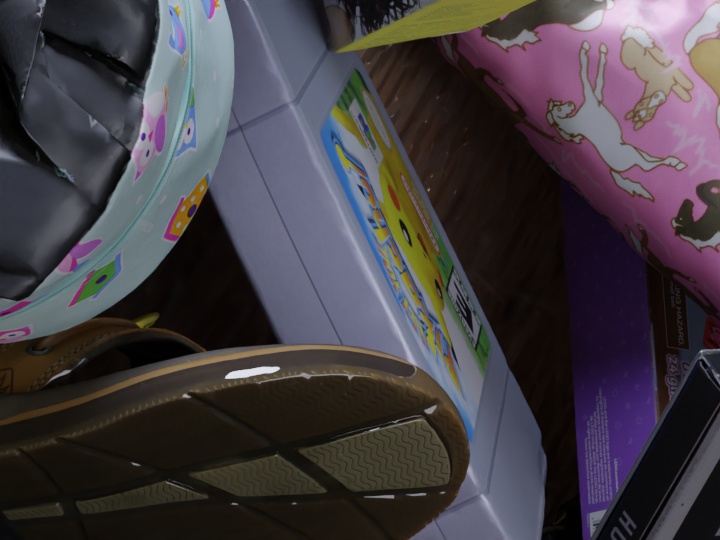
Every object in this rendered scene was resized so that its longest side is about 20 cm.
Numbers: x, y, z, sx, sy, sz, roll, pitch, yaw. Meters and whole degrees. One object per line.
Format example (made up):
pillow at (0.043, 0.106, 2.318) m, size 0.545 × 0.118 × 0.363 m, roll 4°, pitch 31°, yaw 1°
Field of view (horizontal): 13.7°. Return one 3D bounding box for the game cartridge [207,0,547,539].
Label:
game cartridge at (0.000, 0.000, 0.851) m, size 0.201 × 0.040 × 0.133 m, roll 63°, pitch 15°, yaw -11°

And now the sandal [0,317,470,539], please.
sandal at (-0.073, 0.046, 0.747) m, size 0.082 × 0.199 × 0.055 m, roll 62°, pitch 20°, yaw -47°

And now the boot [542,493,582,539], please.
boot at (0.062, 0.098, 0.996) m, size 0.154 × 0.073 × 0.204 m, roll -55°, pitch 139°, yaw -18°

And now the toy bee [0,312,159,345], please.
toy bee at (-0.119, 0.021, 0.793) m, size 0.131 × 0.108 × 0.201 m, roll -43°, pitch 127°, yaw -21°

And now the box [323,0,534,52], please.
box at (0.048, -0.114, 0.780) m, size 0.050 × 0.200 × 0.076 m, roll -10°, pitch 85°, yaw -28°

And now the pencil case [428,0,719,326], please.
pencil case at (0.096, -0.056, 0.914) m, size 0.200 × 0.083 × 0.087 m, roll 43°, pitch 75°, yaw 1°

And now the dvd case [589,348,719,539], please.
dvd case at (0.121, 0.103, 0.924) m, size 0.150 × 0.025 × 0.201 m, roll -1°, pitch 132°, yaw -35°

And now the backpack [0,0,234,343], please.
backpack at (-0.127, -0.063, 0.699) m, size 0.127 × 0.199 × 0.168 m, roll 0°, pitch 109°, yaw -79°

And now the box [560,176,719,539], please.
box at (0.128, 0.014, 0.999) m, size 0.136 × 0.039 × 0.201 m, roll 10°, pitch 71°, yaw -42°
